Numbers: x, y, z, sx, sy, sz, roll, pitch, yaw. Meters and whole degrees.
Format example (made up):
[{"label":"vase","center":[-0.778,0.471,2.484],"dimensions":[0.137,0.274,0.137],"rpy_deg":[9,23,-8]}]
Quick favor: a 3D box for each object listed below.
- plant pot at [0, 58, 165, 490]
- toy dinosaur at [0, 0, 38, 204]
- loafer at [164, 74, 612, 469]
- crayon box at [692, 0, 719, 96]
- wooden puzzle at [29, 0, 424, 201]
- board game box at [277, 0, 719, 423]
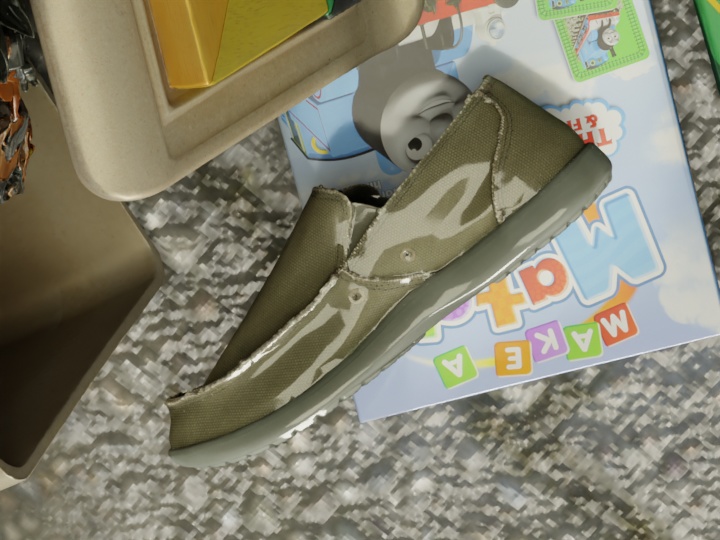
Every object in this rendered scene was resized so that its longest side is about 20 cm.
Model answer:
[{"label":"plant pot","center":[-0.219,-0.005,1.105],"dimensions":[0.177,0.200,0.200],"rpy_deg":[-29,103,21]},{"label":"toy dinosaur","center":[-0.159,-0.108,1.000],"dimensions":[0.102,0.136,0.200],"rpy_deg":[-30,107,16]},{"label":"loafer","center":[0.000,0.000,1.125],"dimensions":[0.200,0.075,0.070],"rpy_deg":[-38,90,8]},{"label":"crayon box","center":[0.219,-0.130,1.119],"dimensions":[0.199,0.058,0.173],"rpy_deg":[-17,104,6]},{"label":"wooden puzzle","center":[-0.046,-0.140,1.024],"dimensions":[0.037,0.200,0.186],"rpy_deg":[-1,109,34]},{"label":"board game box","center":[0.047,-0.055,1.156],"dimensions":[0.150,0.037,0.201],"rpy_deg":[-14,106,5]}]
